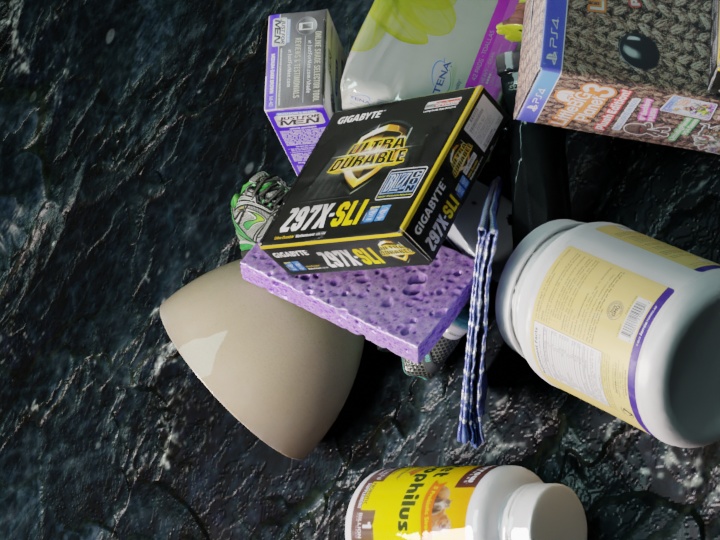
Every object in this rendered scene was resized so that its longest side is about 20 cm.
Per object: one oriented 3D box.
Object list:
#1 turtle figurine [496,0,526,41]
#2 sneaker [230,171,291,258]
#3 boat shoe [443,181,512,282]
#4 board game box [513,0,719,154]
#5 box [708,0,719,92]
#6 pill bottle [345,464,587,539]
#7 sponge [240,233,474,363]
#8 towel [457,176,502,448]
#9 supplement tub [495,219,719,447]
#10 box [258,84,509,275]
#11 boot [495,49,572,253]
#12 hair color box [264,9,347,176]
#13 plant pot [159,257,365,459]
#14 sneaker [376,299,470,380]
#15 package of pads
[{"bbox_3d":[0.178,-0.274,1.673,0.064,0.200,0.162,3,75,31],"label":"turtle figurine"},{"bbox_3d":[-0.088,-0.057,1.854,0.086,0.078,0.200,66,157,-4],"label":"sneaker"},{"bbox_3d":[0.088,-0.039,1.728,0.071,0.091,0.200,-36,68,-28],"label":"boat shoe"},{"bbox_3d":[0.239,-0.200,1.550,0.097,0.199,0.160,112,166,-68],"label":"board game box"},{"bbox_3d":[0.363,-0.231,1.484,0.159,0.049,0.201,7,68,1],"label":"box"},{"bbox_3d":[0.089,0.219,1.567,0.199,0.109,0.110,-7,65,44],"label":"pill bottle"},{"bbox_3d":[0.000,0.000,1.681,0.199,0.030,0.112,26,59,25],"label":"sponge"},{"bbox_3d":[0.107,0.035,1.593,0.145,0.024,0.201,-70,-15,-69],"label":"towel"},{"bbox_3d":[0.218,0.044,1.497,0.200,0.145,0.146,27,90,49],"label":"supplement tub"},{"bbox_3d":[0.018,-0.076,1.616,0.200,0.049,0.160,-4,52,51],"label":"box"},{"bbox_3d":[0.173,-0.087,1.654,0.065,0.165,0.201,-9,86,31],"label":"boot"},{"bbox_3d":[-0.040,-0.154,1.823,0.064,0.200,0.110,-4,63,10],"label":"hair color box"},{"bbox_3d":[-0.073,0.060,1.763,0.134,0.200,0.200,-43,44,8],"label":"plant pot"},{"bbox_3d":[0.032,0.030,1.755,0.091,0.077,0.200,-62,34,17],"label":"sneaker"},{"bbox_3d":[0.078,-0.214,1.730,0.154,0.068,0.201,16,64,11],"label":"package of pads"}]
